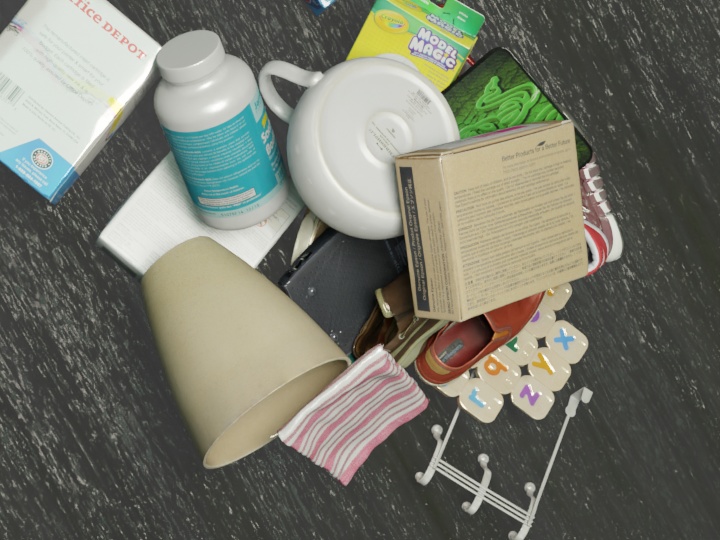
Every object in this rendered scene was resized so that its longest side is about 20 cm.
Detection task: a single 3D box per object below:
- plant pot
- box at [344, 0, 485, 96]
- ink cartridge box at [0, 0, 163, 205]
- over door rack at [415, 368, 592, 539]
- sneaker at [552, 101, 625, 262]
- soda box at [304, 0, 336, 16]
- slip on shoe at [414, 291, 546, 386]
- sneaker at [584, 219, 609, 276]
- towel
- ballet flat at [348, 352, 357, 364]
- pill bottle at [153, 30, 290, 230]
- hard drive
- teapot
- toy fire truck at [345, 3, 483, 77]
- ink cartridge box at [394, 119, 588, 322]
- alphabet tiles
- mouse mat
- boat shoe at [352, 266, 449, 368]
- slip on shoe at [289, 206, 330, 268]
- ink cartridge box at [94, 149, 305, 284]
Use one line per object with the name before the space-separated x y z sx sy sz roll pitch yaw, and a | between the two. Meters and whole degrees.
plant pot | -0.140 0.070 1.472 0.186 0.188 0.201 -34 75 -8
box | 0.042 -0.216 1.521 0.116 0.048 0.201 30 119 0
ink cartridge box | -0.321 -0.194 1.497 0.147 0.145 0.201 40 85 -7
over door rack | 0.165 0.194 1.636 0.147 0.067 0.202 31 72 -9
sneaker | 0.223 -0.086 1.633 0.114 0.076 0.202 -24 96 -6
soda box | 0.007 -0.382 1.593 0.200 0.064 0.068 -42 98 -7
slip on shoe | 0.143 0.054 1.578 0.199 0.061 0.074 -39 85 -20
sneaker | 0.184 -0.051 1.560 0.198 0.112 0.072 23 102 6
towel | -0.002 0.162 1.541 0.146 0.200 0.030 -42 63 -1
ballet flat | -0.086 0.115 1.586 0.197 0.068 0.064 8 126 -1
pill bottle | -0.150 -0.149 1.476 0.110 0.111 0.202 -26 130 -9
hard drive | 0.000 0.000 1.568 0.200 0.042 0.136 -41 124 -24
teapot | -0.002 -0.121 1.467 0.195 0.146 0.203 -1 79 -24
toy fire truck | 0.085 -0.197 1.600 0.168 0.112 0.200 -42 97 17
ink cartridge box | 0.135 -0.054 1.413 0.198 0.075 0.167 -16 103 -39
alphabet tiles | 0.159 0.071 1.617 0.195 0.015 0.201 36 72 -3
mouse mat | 0.130 -0.126 1.513 0.199 0.008 0.161 -38 102 27
boat shoe | 0.053 0.036 1.503 0.074 0.075 0.203 3 133 -31
slip on shoe | -0.033 -0.057 1.588 0.060 0.076 0.203 18 80 -1
ink cartridge box | -0.178 -0.057 1.585 0.162 0.050 0.201 41 70 -8
